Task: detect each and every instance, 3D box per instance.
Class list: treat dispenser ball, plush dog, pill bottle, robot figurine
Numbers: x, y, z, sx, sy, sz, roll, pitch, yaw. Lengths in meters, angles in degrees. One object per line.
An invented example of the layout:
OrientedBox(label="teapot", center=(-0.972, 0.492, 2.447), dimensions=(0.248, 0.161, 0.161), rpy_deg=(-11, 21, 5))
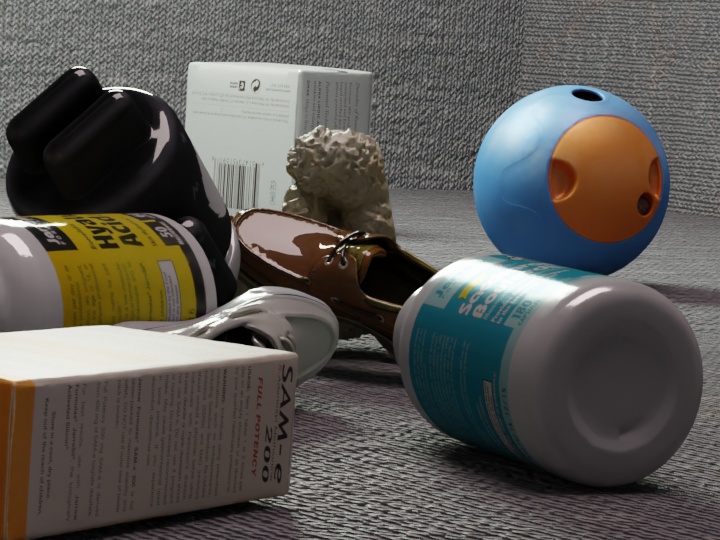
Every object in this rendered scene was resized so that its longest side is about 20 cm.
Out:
OrientedBox(label="treat dispenser ball", center=(0.215, -0.088, 2.520), dimensions=(0.201, 0.201, 0.201), rpy_deg=(4, 5, 0))
OrientedBox(label="plush dog", center=(-0.058, 0.006, 1.800), dimensions=(0.172, 0.160, 0.200), rpy_deg=(-10, -22, -5))
OrientedBox(label="pill bottle", center=(-0.187, 0.023, 1.442), dimensions=(0.111, 0.111, 0.200), rpy_deg=(8, 8, 38))
OrientedBox(label="pill bottle", center=(0.092, 0.050, 1.363), dimensions=(0.111, 0.111, 0.200), rpy_deg=(1, 5, -27))
OrientedBox(label="robot figurine", center=(-0.153, -0.040, 1.614), dimensions=(0.125, 0.200, 0.150), rpy_deg=(-16, 46, 11))

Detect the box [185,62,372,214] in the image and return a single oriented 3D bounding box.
OrientedBox(label="box", center=(-0.102, -0.151, 3.005), dimensions=(0.199, 0.200, 0.131), rpy_deg=(8, 7, 43))

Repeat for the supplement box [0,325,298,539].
OrientedBox(label="supplement box", center=(-0.138, 0.071, 1.139), dimensions=(0.126, 0.074, 0.200), rpy_deg=(7, 6, 36))

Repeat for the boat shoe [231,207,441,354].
OrientedBox(label="boat shoe", center=(0.000, 0.000, 1.673), dimensions=(0.200, 0.072, 0.068), rpy_deg=(24, -33, 7))

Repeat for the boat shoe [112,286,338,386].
OrientedBox(label="boat shoe", center=(-0.071, 0.052, 1.452), dimensions=(0.066, 0.072, 0.200), rpy_deg=(15, 11, 38))
